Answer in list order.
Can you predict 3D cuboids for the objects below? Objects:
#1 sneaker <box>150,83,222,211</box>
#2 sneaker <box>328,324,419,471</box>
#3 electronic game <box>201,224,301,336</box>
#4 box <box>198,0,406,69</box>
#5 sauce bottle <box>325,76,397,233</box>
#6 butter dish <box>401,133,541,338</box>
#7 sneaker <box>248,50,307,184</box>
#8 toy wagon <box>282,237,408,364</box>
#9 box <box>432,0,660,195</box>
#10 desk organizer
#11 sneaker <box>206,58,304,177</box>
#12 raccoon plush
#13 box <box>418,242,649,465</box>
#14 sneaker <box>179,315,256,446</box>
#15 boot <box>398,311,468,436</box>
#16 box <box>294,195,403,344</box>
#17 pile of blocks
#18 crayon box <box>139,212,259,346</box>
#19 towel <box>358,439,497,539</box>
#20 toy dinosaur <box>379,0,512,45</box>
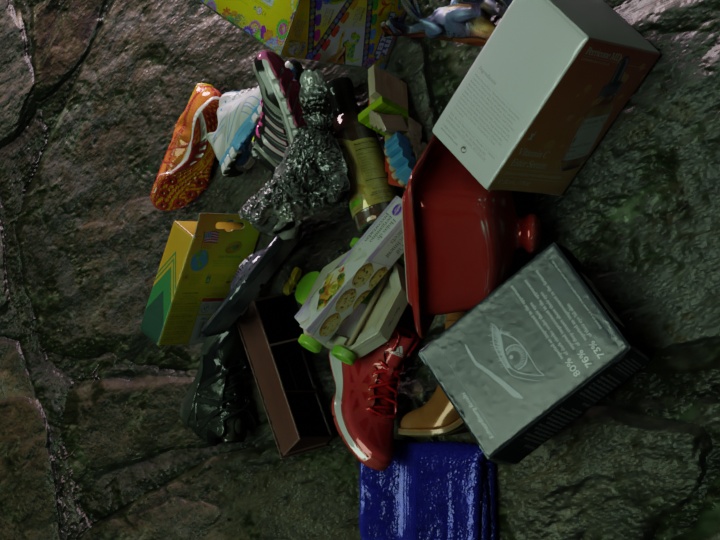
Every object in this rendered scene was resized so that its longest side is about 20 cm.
[{"bbox_3d":[-0.245,-0.174,1.988,0.201,0.072,0.077,-58,36,20],"label":"sneaker"},{"bbox_3d":[0.024,0.138,1.703,0.115,0.078,0.202,-44,46,30],"label":"sneaker"},{"bbox_3d":[-0.143,0.006,1.815,0.041,0.200,0.200,39,122,-4],"label":"electronic game"},{"bbox_3d":[-0.074,-0.355,1.733,0.199,0.191,0.123,37,115,35],"label":"box"},{"bbox_3d":[-0.003,-0.148,1.757,0.064,0.064,0.202,-30,69,38],"label":"sauce bottle"},{"bbox_3d":[0.132,-0.045,1.563,0.146,0.200,0.203,3,115,15],"label":"butter dish"},{"bbox_3d":[-0.113,-0.185,1.791,0.086,0.074,0.202,-11,119,16],"label":"sneaker"},{"bbox_3d":[-0.022,0.034,1.752,0.199,0.039,0.156,14,71,49],"label":"toy wagon"},{"bbox_3d":[0.202,-0.194,1.507,0.107,0.151,0.201,50,122,30],"label":"box"},{"bbox_3d":[-0.094,0.136,1.821,0.077,0.071,0.202,-49,57,58],"label":"desk organizer"},{"bbox_3d":[-0.152,-0.223,1.877,0.087,0.075,0.200,53,123,17],"label":"sneaker"},{"bbox_3d":[-0.096,-0.139,1.724,0.097,0.132,0.203,151,105,-74],"label":"raccoon plush"},{"bbox_3d":[0.189,0.094,1.509,0.199,0.104,0.149,-38,66,12],"label":"box"},{"bbox_3d":[-0.180,0.162,1.917,0.114,0.076,0.201,40,119,33],"label":"sneaker"},{"bbox_3d":[0.118,0.112,1.646,0.198,0.073,0.157,-20,77,30],"label":"boot"},{"bbox_3d":[0.000,0.000,1.693,0.200,0.041,0.039,-49,38,2],"label":"box"},{"bbox_3d":[0.039,-0.151,1.705,0.062,0.082,0.202,-35,68,36],"label":"pile of blocks"},{"bbox_3d":[-0.218,0.003,1.915,0.051,0.126,0.202,35,112,36],"label":"crayon box"},{"bbox_3d":[0.078,0.284,1.696,0.198,0.049,0.150,-4,88,43],"label":"towel"},{"bbox_3d":[0.100,-0.290,1.650,0.202,0.104,0.181,65,149,6],"label":"toy dinosaur"}]
